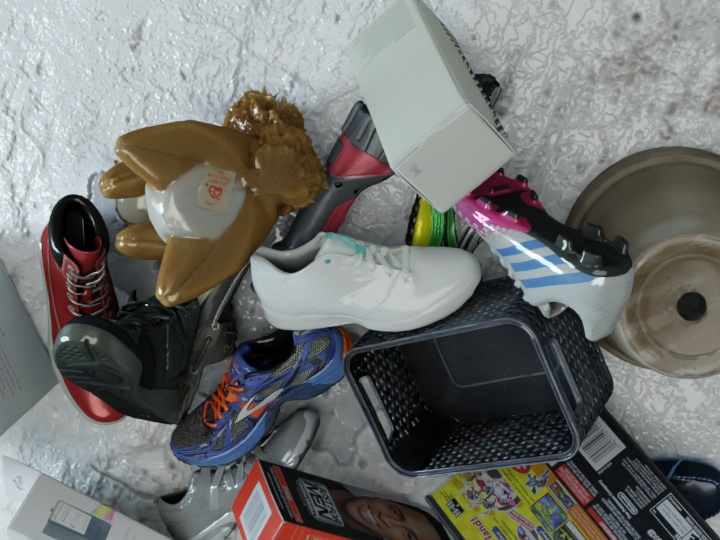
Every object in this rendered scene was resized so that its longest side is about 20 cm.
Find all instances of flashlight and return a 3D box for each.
[{"bbox_3d":[-0.021,-0.053,1.133,0.068,0.068,0.201,36,111,19],"label":"flashlight"}]

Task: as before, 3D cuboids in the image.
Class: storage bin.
[{"bbox_3d":[0.101,0.092,1.090,0.199,0.094,0.136,-14,108,36],"label":"storage bin"}]

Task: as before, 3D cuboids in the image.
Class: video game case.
[{"bbox_3d":[0.185,0.223,1.106,0.180,0.026,0.200,-37,63,-4],"label":"video game case"}]

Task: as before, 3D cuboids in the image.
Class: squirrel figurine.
[{"bbox_3d":[-0.129,-0.073,1.098,0.199,0.187,0.143,-25,99,-15],"label":"squirrel figurine"}]

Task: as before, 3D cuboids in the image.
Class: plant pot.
[{"bbox_3d":[0.268,0.008,1.044,0.198,0.174,0.202,2,105,7],"label":"plant pot"}]

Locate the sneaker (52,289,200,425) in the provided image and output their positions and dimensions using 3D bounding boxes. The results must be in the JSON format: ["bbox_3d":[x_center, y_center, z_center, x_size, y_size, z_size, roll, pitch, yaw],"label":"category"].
[{"bbox_3d":[-0.195,0.053,1.062,0.076,0.200,0.115,6,71,17],"label":"sneaker"}]

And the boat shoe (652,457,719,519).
[{"bbox_3d":[0.240,0.228,1.156,0.198,0.069,0.085,-15,101,12],"label":"boat shoe"}]

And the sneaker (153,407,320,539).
[{"bbox_3d":[-0.122,0.195,1.200,0.200,0.075,0.082,-44,90,13],"label":"sneaker"}]

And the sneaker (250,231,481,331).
[{"bbox_3d":[0.000,0.000,1.060,0.198,0.076,0.089,-8,131,14],"label":"sneaker"}]

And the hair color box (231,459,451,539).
[{"bbox_3d":[-0.010,0.245,1.142,0.199,0.102,0.062,21,107,-27],"label":"hair color box"}]

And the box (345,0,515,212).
[{"bbox_3d":[0.053,-0.142,1.023,0.082,0.201,0.068,-38,126,18],"label":"box"}]

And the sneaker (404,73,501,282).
[{"bbox_3d":[0.094,-0.077,1.108,0.084,0.078,0.202,11,114,-1],"label":"sneaker"}]

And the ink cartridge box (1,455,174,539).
[{"bbox_3d":[-0.276,0.268,1.217,0.199,0.068,0.117,27,147,2],"label":"ink cartridge box"}]

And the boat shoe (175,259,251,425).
[{"bbox_3d":[-0.146,0.061,1.177,0.066,0.072,0.201,32,112,-6],"label":"boat shoe"}]

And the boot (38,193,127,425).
[{"bbox_3d":[-0.243,0.038,1.120,0.072,0.144,0.202,-14,85,-20],"label":"boot"}]

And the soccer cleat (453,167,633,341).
[{"bbox_3d":[0.134,-0.014,1.000,0.069,0.200,0.087,-15,125,-31],"label":"soccer cleat"}]

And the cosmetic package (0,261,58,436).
[{"bbox_3d":[-0.413,0.093,1.154,0.164,0.200,0.166,-22,101,13],"label":"cosmetic package"}]

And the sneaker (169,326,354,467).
[{"bbox_3d":[-0.103,0.104,1.163,0.200,0.075,0.078,-40,133,7],"label":"sneaker"}]
